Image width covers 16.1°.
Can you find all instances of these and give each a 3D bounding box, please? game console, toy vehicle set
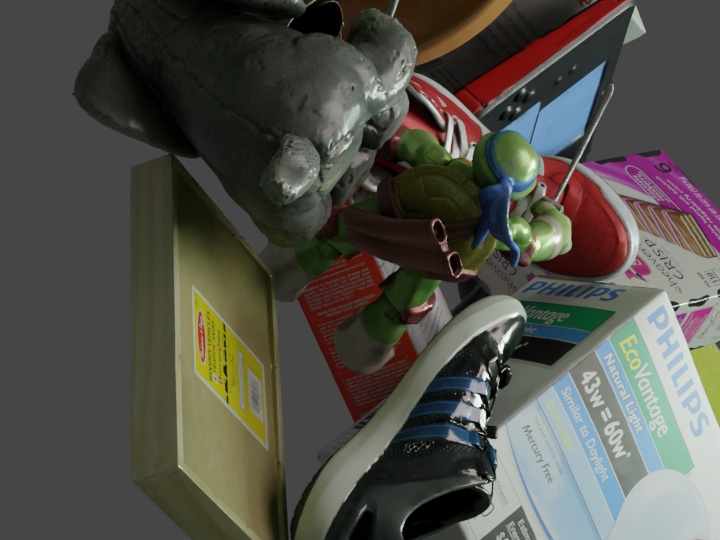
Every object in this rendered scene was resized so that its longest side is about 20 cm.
[{"bbox_3d":[0.104,-0.085,1.701,0.031,0.176,0.200,48,-25,20],"label":"game console"},{"bbox_3d":[-0.079,0.052,1.334,0.124,0.026,0.201,52,26,-47],"label":"toy vehicle set"}]

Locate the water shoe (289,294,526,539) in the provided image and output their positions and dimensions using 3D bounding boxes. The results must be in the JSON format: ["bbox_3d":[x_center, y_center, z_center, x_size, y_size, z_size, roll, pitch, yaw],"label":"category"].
[{"bbox_3d":[0.044,0.099,1.368,0.200,0.079,0.072,-48,163,-30],"label":"water shoe"}]

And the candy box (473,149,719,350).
[{"bbox_3d":[0.171,-0.007,1.699,0.199,0.061,0.137,-13,53,-45],"label":"candy box"}]

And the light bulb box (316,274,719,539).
[{"bbox_3d":[0.113,0.139,1.516,0.200,0.124,0.199,-38,115,-27],"label":"light bulb box"}]

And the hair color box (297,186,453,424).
[{"bbox_3d":[0.000,0.000,1.569,0.102,0.061,0.201,-66,135,-66],"label":"hair color box"}]

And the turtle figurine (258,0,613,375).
[{"bbox_3d":[0.043,-0.045,1.440,0.143,0.194,0.201,20,46,-35],"label":"turtle figurine"}]

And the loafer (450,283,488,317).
[{"bbox_3d":[0.101,0.038,1.739,0.070,0.070,0.201,46,51,-22],"label":"loafer"}]

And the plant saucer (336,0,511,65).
[{"bbox_3d":[0.037,-0.207,1.624,0.037,0.199,0.201,45,31,-48],"label":"plant saucer"}]

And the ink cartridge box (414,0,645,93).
[{"bbox_3d":[0.068,-0.206,1.734,0.145,0.199,0.145,40,30,-58],"label":"ink cartridge box"}]

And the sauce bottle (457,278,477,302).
[{"bbox_3d":[0.110,0.097,1.799,0.065,0.064,0.201,32,44,-63],"label":"sauce bottle"}]

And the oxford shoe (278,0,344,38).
[{"bbox_3d":[-0.045,-0.152,1.551,0.073,0.084,0.201,53,24,-42],"label":"oxford shoe"}]

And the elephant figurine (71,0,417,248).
[{"bbox_3d":[-0.082,-0.111,1.331,0.199,0.142,0.155,36,-24,8],"label":"elephant figurine"}]

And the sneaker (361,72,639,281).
[{"bbox_3d":[0.067,-0.055,1.505,0.199,0.072,0.112,33,13,18],"label":"sneaker"}]
